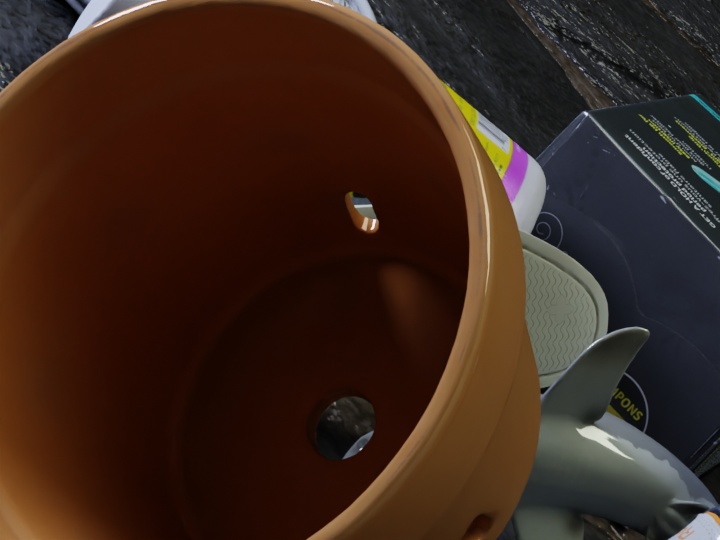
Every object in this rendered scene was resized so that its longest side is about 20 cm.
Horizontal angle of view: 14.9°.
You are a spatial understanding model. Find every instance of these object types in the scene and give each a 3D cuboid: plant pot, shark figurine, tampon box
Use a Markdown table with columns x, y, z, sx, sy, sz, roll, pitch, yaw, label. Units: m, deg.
| x | y | z | sx | sy | sz | roll | pitch | yaw | label |
| --- | --- | --- | --- | --- | --- | --- | --- | --- | --- |
| -0.030 | 0.029 | 0.869 | 0.200 | 0.200 | 0.140 | 55 | 6 | 31 | plant pot |
| 0.101 | 0.091 | 1.080 | 0.214 | 0.128 | 0.090 | 37 | 8 | -19 | shark figurine |
| 0.144 | 0.013 | 1.312 | 0.150 | 0.126 | 0.200 | 47 | 20 | 11 | tampon box |

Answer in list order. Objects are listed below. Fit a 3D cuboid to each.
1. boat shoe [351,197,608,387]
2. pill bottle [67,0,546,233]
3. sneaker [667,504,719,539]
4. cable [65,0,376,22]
| x | y | z | sx | sy | sz | roll | pitch | yaw | label |
| --- | --- | --- | --- | --- | --- | --- | --- | --- | --- |
| 0.000 | 0.000 | 1.072 | 0.200 | 0.072 | 0.068 | 10 | 11 | -15 | boat shoe |
| -0.025 | -0.063 | 1.169 | 0.200 | 0.104 | 0.104 | 39 | 20 | -13 | pill bottle |
| 0.152 | 0.168 | 0.893 | 0.078 | 0.079 | 0.200 | 80 | -9 | -66 | sneaker |
| -0.082 | -0.152 | 1.297 | 0.200 | 0.069 | 0.200 | 33 | 21 | -26 | cable |
